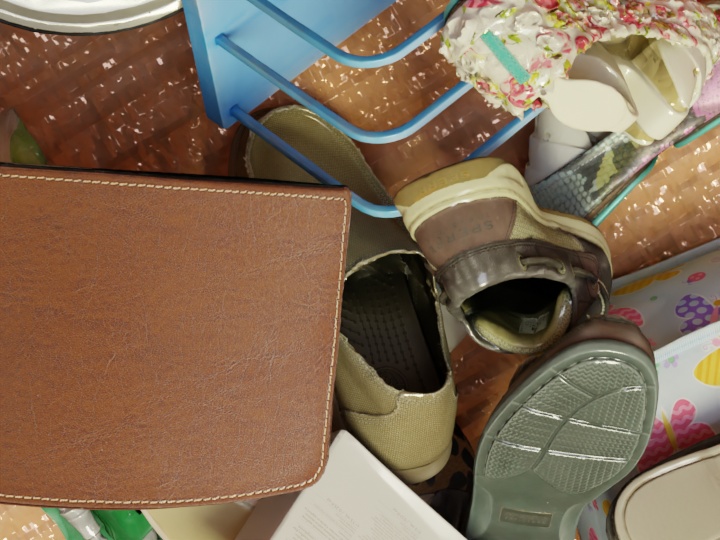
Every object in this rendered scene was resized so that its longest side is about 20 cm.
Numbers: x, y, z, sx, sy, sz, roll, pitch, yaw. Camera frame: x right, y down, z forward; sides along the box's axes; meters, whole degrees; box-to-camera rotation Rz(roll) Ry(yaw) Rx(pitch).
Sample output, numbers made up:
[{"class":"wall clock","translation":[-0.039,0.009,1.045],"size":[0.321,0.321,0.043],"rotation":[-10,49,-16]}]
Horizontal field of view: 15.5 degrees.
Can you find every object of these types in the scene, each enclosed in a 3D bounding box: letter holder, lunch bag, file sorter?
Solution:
[{"class":"letter holder","translation":[-0.117,0.027,1.143],"size":[0.199,0.100,0.143],"rotation":[2,93,-32]},{"class":"lunch bag","translation":[0.203,0.073,1.313],"size":[0.199,0.127,0.170],"rotation":[-21,112,-13]},{"class":"file sorter","translation":[0.008,-0.145,1.140],"size":[0.139,0.123,0.200],"rotation":[-39,145,-23]}]

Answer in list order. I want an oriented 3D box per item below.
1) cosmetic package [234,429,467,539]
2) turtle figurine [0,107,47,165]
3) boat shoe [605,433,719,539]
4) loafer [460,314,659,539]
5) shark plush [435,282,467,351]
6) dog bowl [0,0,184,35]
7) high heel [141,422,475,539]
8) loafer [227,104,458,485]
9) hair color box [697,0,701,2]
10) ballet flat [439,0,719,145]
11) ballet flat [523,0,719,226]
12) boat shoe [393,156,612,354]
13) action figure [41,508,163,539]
[{"class":"cosmetic package","translation":[0.032,0.169,1.205],"size":[0.200,0.051,0.083],"rotation":[43,60,-16]},{"class":"turtle figurine","translation":[-0.236,-0.027,1.164],"size":[0.193,0.200,0.144],"rotation":[-31,85,-7]},{"class":"boat shoe","translation":[0.207,0.093,1.234],"size":[0.199,0.057,0.067],"rotation":[-19,76,-5]},{"class":"loafer","translation":[0.084,0.081,1.218],"size":[0.072,0.063,0.200],"rotation":[13,136,-8]},{"class":"shark plush","translation":[-0.040,0.014,1.288],"size":[0.199,0.091,0.084],"rotation":[11,87,-9]},{"class":"dog bowl","translation":[-0.128,-0.211,1.187],"size":[0.199,0.074,0.201],"rotation":[-3,110,-9]},{"class":"high heel","translation":[-0.031,0.089,1.280],"size":[0.200,0.143,0.071],"rotation":[31,133,-18]},{"class":"loafer","translation":[0.000,0.000,1.232],"size":[0.076,0.201,0.067],"rotation":[-14,156,-29]},{"class":"hair color box","translation":[0.101,-0.206,1.162],"size":[0.061,0.102,0.200],"rotation":[-27,141,-8]},{"class":"ballet flat","translation":[0.106,-0.084,1.146],"size":[0.200,0.064,0.076],"rotation":[-1,141,-52]},{"class":"ballet flat","translation":[0.131,-0.075,1.275],"size":[0.200,0.069,0.071],"rotation":[-39,96,19]},{"class":"boat shoe","translation":[0.069,0.007,1.188],"size":[0.071,0.201,0.066],"rotation":[-17,70,15]},{"class":"action figure","translation":[-0.112,0.103,1.273],"size":[0.118,0.055,0.200],"rotation":[-47,132,-11]}]
